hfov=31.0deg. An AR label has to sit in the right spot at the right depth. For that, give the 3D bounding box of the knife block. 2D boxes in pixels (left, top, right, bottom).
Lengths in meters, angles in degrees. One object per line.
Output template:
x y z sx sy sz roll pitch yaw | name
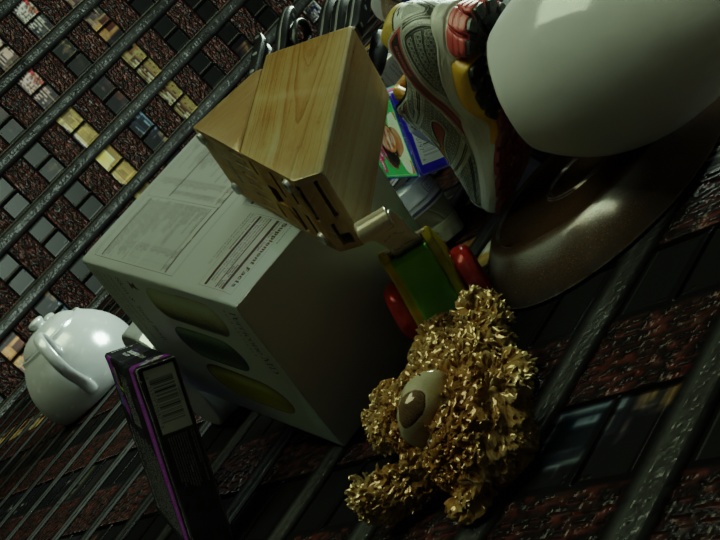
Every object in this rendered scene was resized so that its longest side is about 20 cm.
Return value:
-0.015 -0.117 0.872 0.176 0.064 0.200 -44 38 -12 | knife block

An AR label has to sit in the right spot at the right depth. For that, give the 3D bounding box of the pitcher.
0.165 -0.160 0.745 0.199 0.172 0.122 -22 35 29 | pitcher

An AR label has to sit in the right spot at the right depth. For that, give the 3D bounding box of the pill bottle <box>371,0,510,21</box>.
0.118 -0.261 1.219 0.111 0.199 0.111 -56 -22 -35 | pill bottle

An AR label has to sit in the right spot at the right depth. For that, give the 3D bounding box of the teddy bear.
0.040 0.073 0.738 0.145 0.067 0.200 -45 12 15 | teddy bear

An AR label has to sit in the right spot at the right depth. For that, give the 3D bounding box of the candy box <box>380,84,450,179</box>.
0.081 -0.137 1.114 0.168 0.078 0.200 -21 7 -14 | candy box

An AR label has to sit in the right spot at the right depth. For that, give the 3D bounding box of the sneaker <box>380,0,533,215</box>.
0.071 -0.115 0.886 0.082 0.200 0.078 15 61 28 | sneaker

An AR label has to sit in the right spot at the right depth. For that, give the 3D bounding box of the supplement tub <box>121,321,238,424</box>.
-0.115 0.030 1.234 0.200 0.132 0.132 -49 13 -18 | supplement tub

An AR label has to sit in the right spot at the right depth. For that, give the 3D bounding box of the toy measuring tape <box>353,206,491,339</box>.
0.043 0.010 0.832 0.074 0.074 0.200 -44 -16 4 | toy measuring tape

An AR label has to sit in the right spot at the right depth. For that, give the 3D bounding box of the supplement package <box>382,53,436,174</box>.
0.091 -0.214 1.355 0.200 0.121 0.120 -46 12 -3 | supplement package

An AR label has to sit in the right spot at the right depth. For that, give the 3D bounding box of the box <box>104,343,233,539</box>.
-0.154 0.133 1.019 0.036 0.144 0.200 -19 6 -18 | box

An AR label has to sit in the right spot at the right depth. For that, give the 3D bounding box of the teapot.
-0.441 0.126 1.962 0.200 0.146 0.198 -33 18 41 | teapot

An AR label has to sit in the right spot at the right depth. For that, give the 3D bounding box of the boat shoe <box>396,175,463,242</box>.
0.000 0.000 1.107 0.200 0.062 0.072 -40 4 22 | boat shoe

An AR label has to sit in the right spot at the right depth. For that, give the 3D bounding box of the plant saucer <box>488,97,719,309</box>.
0.154 -0.057 0.867 0.200 0.032 0.200 -42 14 13 | plant saucer

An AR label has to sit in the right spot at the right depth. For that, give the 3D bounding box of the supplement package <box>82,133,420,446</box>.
-0.067 0.005 0.960 0.199 0.152 0.151 13 56 47 | supplement package

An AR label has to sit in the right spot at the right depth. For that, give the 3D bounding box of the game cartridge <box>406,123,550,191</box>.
0.145 -0.138 0.939 0.200 0.129 0.039 -37 41 34 | game cartridge
